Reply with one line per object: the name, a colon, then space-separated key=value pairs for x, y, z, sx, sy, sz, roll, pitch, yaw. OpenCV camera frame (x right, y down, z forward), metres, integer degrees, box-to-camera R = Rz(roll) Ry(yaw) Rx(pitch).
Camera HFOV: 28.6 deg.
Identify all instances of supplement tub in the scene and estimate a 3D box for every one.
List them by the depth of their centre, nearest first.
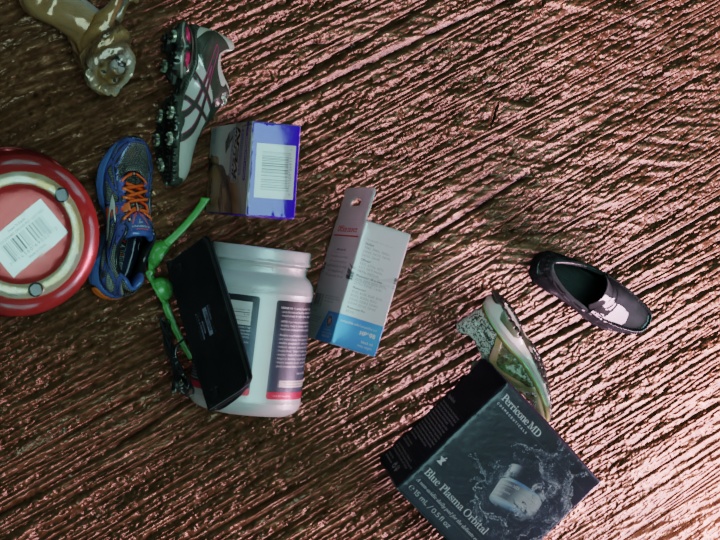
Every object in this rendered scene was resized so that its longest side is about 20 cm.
supplement tub: x=-0.132 y=0.071 z=1.729 sx=0.139 sy=0.140 sz=0.202 roll=7 pitch=90 yaw=-20

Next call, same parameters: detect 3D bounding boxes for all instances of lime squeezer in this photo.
lime squeezer: x=-0.231 y=0.007 z=1.743 sx=0.070 sy=0.038 sz=0.202 roll=5 pitch=93 yaw=-16

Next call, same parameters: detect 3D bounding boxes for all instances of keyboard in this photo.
keyboard: x=-0.193 y=0.072 z=1.678 sx=0.021 sy=0.127 sz=0.201 roll=12 pitch=53 yaw=-51

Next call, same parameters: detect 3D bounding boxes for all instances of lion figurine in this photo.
lion figurine: x=-0.343 y=-0.306 z=1.680 sx=0.199 sy=0.072 sz=0.123 roll=34 pitch=89 yaw=-4

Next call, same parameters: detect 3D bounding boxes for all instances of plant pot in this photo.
plant pot: x=-0.398 y=-0.046 z=1.607 sx=0.199 sy=0.182 sz=0.202 roll=0 pitch=91 yaw=-19

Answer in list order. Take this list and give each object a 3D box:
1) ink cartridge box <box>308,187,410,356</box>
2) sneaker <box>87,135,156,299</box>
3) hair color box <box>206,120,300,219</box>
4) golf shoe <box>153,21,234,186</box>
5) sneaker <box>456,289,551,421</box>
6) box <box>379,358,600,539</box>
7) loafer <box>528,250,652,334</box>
ink cartridge box: x=0.000 y=0.000 z=1.787 sx=0.066 sy=0.116 sz=0.201 roll=18 pitch=87 yaw=-20
sneaker: x=-0.275 y=-0.062 z=1.697 sx=0.075 sy=0.078 sz=0.202 roll=1 pitch=95 yaw=-38
hair color box: x=-0.131 y=-0.119 z=1.688 sx=0.064 sy=0.200 sz=0.110 roll=4 pitch=92 yaw=-18
golf shoe: x=-0.202 y=-0.201 z=1.727 sx=0.088 sy=0.077 sz=0.202 roll=6 pitch=91 yaw=-27
sneaker: x=0.194 y=0.125 z=1.904 sx=0.088 sy=0.077 sz=0.201 roll=-26 pitch=105 yaw=15
box: x=0.167 y=0.262 z=1.841 sx=0.200 sy=0.117 sz=0.197 roll=-44 pitch=106 yaw=0
loafer: x=0.321 y=0.034 z=1.930 sx=0.200 sy=0.070 sz=0.068 roll=28 pitch=84 yaw=-19
